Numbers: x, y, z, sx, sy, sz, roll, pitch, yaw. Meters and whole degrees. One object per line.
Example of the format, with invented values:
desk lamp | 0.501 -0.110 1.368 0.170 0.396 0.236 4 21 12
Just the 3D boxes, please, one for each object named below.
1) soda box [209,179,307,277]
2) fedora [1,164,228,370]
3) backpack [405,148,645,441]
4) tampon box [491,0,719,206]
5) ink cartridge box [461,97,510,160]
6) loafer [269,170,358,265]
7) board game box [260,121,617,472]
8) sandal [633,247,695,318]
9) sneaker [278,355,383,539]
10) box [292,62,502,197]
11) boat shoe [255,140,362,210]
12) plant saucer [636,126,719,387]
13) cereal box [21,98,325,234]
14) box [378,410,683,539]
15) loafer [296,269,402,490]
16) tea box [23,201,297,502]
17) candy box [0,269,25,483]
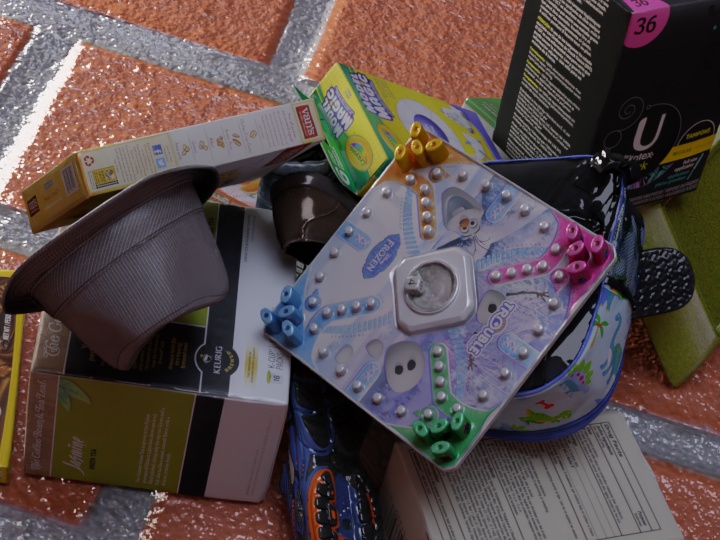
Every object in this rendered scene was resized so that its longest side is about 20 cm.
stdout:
soda box | -0.042 -0.028 1.408 0.199 0.069 0.064 29 47 10
fedora | -0.154 0.008 1.101 0.176 0.200 0.091 -35 89 -7
backpack | 0.125 0.029 1.212 0.181 0.147 0.202 1 60 27
tampon box | 0.218 -0.168 1.311 0.149 0.202 0.126 -15 46 -29
ink cartridge box | 0.193 -0.092 1.473 0.199 0.085 0.146 -8 42 -43
loafer | 0.000 0.000 1.274 0.199 0.073 0.072 32 50 -30
board game box | 0.051 0.012 1.149 0.199 0.026 0.201 35 81 32
sandal | 0.186 0.023 1.345 0.197 0.045 0.076 -7 86 -11
sneaker | -0.034 0.142 1.226 0.075 0.078 0.202 14 58 -27
box | 0.039 -0.102 1.312 0.199 0.048 0.118 11 41 -42
boat shoe | 0.004 -0.077 1.346 0.198 0.092 0.071 -13 43 -25
plant saucer | 0.311 -0.031 1.436 0.199 0.048 0.201 -41 111 -39
cereal box | -0.142 -0.078 1.200 0.198 0.144 0.040 -16 88 -28
box | 0.124 0.200 1.218 0.198 0.110 0.129 -5 48 -19
loafer | -0.005 0.092 1.312 0.069 0.070 0.202 -14 70 -22
tea box | -0.156 0.055 1.257 0.194 0.134 0.201 9 46 -8
candy box | -0.323 0.079 1.265 0.101 0.027 0.202 2 48 -9
